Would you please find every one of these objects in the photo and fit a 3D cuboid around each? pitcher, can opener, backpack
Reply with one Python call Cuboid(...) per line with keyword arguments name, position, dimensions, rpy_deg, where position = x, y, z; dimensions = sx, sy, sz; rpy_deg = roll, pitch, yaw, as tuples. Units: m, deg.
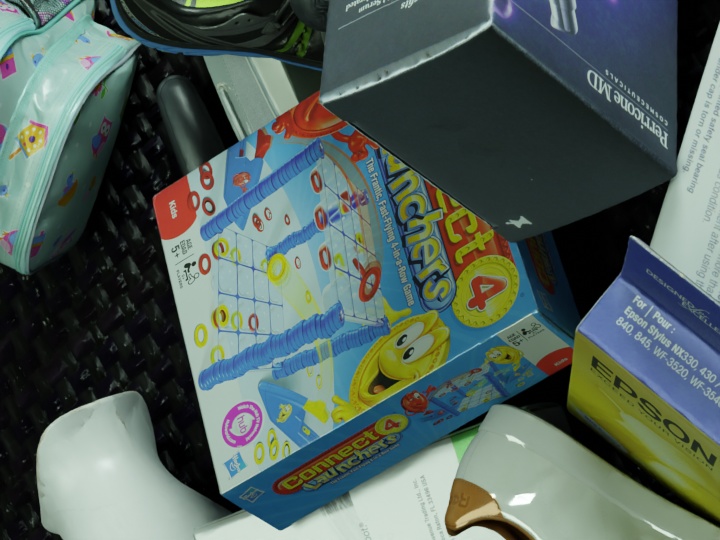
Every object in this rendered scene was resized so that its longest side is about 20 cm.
Cuboid(name="pitcher", position=(-0.115, 0.197, 1.522), dimensions=(0.200, 0.121, 0.172), rpy_deg=(50, 147, 30))
Cuboid(name="can opener", position=(-0.068, -0.020, 1.482), dimensions=(0.201, 0.078, 0.063), rpy_deg=(61, 165, 17))
Cuboid(name="backpack", position=(-0.225, -0.081, 1.495), dimensions=(0.153, 0.200, 0.177), rpy_deg=(28, 112, 14))

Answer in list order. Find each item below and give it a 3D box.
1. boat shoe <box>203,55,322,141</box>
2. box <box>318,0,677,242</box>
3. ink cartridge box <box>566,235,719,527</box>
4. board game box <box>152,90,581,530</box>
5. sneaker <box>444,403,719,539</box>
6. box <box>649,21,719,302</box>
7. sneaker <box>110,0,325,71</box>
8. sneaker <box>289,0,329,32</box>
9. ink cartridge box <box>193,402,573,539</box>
Cuboid(name="boat shoe", position=(-0.075, -0.147, 1.450), dimensions=(0.071, 0.070, 0.202), rpy_deg=(-29, 82, 34))
Cuboid(name="box", position=(0.070, -0.140, 1.235), dimensions=(0.104, 0.148, 0.201), rpy_deg=(-22, 51, 35))
Cuboid(name="ink cartridge box", position=(0.184, 0.087, 1.201), dimensions=(0.197, 0.200, 0.047), rpy_deg=(40, 81, 14))
Cuboid(name="board game box", position=(0.000, 0.000, 1.343), dimensions=(0.195, 0.056, 0.201), rpy_deg=(-32, 52, 20))
Cuboid(name="sneaker", position=(0.131, 0.152, 1.276), dimensions=(0.199, 0.073, 0.085), rpy_deg=(30, 75, 3))
Cuboid(name="box", position=(0.252, -0.030, 1.192), dimensions=(0.200, 0.105, 0.185), rpy_deg=(29, 116, 32))
Cuboid(name="sneaker", position=(-0.033, -0.147, 1.364), dimensions=(0.198, 0.083, 0.071), rpy_deg=(1, 77, -4))
Cuboid(name="sneaker", position=(0.004, -0.206, 1.343), dimensions=(0.087, 0.074, 0.201), rpy_deg=(5, 60, 48))
Cuboid(name="ink cartridge box", position=(0.030, 0.170, 1.370), dimensions=(0.199, 0.084, 0.147), rpy_deg=(-20, 85, 16))
